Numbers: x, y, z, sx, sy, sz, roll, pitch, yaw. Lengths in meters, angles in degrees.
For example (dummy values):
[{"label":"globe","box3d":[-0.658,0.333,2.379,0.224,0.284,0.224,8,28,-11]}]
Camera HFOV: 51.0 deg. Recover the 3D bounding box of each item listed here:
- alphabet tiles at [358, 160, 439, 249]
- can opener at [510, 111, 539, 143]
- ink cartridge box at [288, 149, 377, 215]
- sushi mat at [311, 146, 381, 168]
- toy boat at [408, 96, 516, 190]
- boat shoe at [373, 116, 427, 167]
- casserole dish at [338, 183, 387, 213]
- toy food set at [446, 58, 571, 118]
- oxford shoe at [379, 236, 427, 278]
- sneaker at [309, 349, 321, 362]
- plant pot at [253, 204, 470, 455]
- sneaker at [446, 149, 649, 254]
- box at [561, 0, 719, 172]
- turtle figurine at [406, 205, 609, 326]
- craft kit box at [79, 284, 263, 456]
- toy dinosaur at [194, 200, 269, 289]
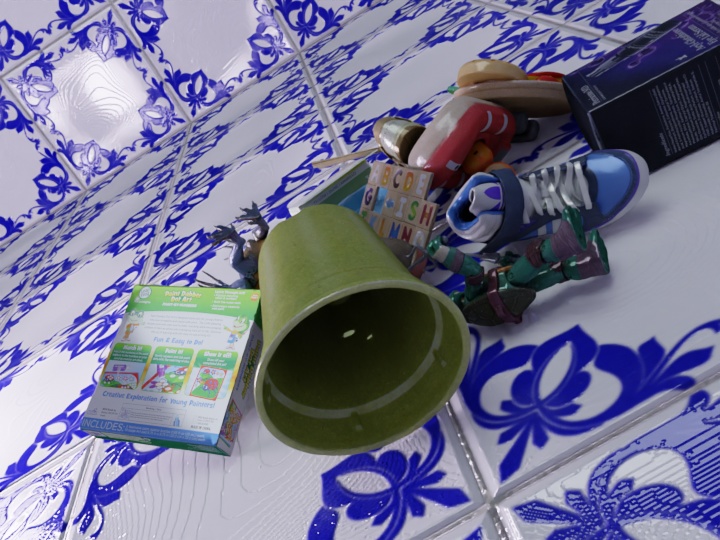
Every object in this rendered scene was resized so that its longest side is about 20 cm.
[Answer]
[{"label":"alphabet tiles","box3d":[0.038,-0.052,0.982,0.200,0.007,0.170,28,103,63]},{"label":"can opener","box3d":[0.184,-0.198,1.165,0.199,0.053,0.068,7,78,55]},{"label":"ink cartridge box","box3d":[-0.039,-0.130,1.242,0.145,0.048,0.200,-37,11,-9]},{"label":"sushi mat","box3d":[0.013,-0.205,1.317,0.196,0.012,0.096,-13,7,8]},{"label":"toy boat","box3d":[0.156,-0.145,1.005,0.199,0.131,0.131,-10,-37,-56]},{"label":"boat shoe","box3d":[0.082,-0.178,1.084,0.066,0.199,0.075,34,96,26]},{"label":"casserole dish","box3d":[0.027,-0.086,1.146,0.121,0.039,0.199,-43,27,-20]},{"label":"toy food set","box3d":[0.225,-0.256,1.083,0.196,0.050,0.198,2,2,-2]},{"label":"oxford shoe","box3d":[0.000,0.000,0.932,0.199,0.074,0.071,-31,37,52]},{"label":"sneaker","box3d":[-0.068,0.093,0.868,0.066,0.091,0.200,-37,25,-8]},{"label":"plant pot","box3d":[-0.020,0.039,0.727,0.199,0.201,0.185,-31,39,3]},{"label":"sneaker","box3d":[0.186,-0.075,0.801,0.145,0.082,0.198,-2,-11,-43]},{"label":"box","box3d":[0.357,-0.210,0.888,0.198,0.105,0.149,-26,26,14]},{"label":"turtle figurine","box3d":[0.144,0.005,0.770,0.198,0.102,0.149,-22,-14,30]},{"label":"craft kit box","box3d":[-0.222,0.115,0.924,0.197,0.049,0.200,2,63,22]},{"label":"toy dinosaur","box3d":[-0.149,0.010,1.013,0.198,0.183,0.105,18,50,31]}]
